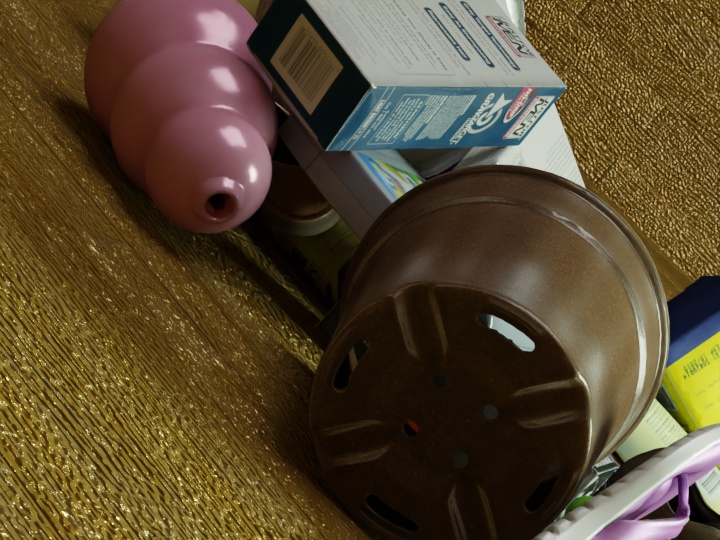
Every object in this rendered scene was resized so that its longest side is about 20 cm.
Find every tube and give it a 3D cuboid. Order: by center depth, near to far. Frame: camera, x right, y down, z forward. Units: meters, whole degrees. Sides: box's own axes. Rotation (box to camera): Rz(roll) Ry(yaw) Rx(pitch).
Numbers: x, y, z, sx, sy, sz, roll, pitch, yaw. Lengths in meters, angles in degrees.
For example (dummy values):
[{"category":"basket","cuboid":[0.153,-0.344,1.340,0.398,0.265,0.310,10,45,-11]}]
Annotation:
[{"category":"tube","cuboid":[0.187,0.100,1.519,0.200,0.052,0.058,50,-20,0]}]

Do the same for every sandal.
[{"category":"sandal","cuboid":[0.125,0.147,1.111,0.050,0.202,0.082,55,-28,11]}]

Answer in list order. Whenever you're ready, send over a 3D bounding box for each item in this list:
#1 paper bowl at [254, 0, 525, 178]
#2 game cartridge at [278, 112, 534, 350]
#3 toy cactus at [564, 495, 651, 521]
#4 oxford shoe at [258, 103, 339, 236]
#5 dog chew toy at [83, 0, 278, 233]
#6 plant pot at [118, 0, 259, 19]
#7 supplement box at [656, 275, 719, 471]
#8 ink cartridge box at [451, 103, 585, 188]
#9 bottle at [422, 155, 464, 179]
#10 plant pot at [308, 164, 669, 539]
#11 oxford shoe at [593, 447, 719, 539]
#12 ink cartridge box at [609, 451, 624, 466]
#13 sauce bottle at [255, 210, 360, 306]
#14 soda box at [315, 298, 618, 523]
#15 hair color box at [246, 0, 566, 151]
[{"category":"paper bowl","cuboid":[0.030,-0.159,1.539,0.200,0.201,0.104,34,0,-37]},{"category":"game cartridge","cuboid":[0.035,-0.025,1.368,0.200,0.040,0.133,50,17,21]},{"category":"toy cactus","cuboid":[0.173,0.224,1.199,0.200,0.102,0.165,45,-8,28]},{"category":"oxford shoe","cuboid":[-0.088,-0.107,1.485,0.200,0.071,0.071,35,-33,27]},{"category":"dog chew toy","cuboid":[-0.107,-0.098,1.357,0.124,0.125,0.200,34,20,-34]},{"category":"plant pot","cuboid":[-0.076,-0.185,1.648,0.188,0.201,0.201,14,25,-36]},{"category":"supplement box","cuboid":[0.284,0.115,1.588,0.200,0.109,0.109,60,-16,-8]},{"category":"ink cartridge box","cuboid":[0.132,-0.016,1.519,0.177,0.045,0.200,67,21,-10]},{"category":"bottle","cuboid":[0.064,-0.035,1.686,0.200,0.083,0.065,122,-50,-75]},{"category":"plant pot","cuboid":[0.064,0.056,1.190,0.200,0.200,0.198,42,18,1]},{"category":"oxford shoe","cuboid":[0.221,0.202,1.364,0.073,0.084,0.200,6,50,-53]},{"category":"ink cartridge box","cuboid":[0.152,0.110,1.554,0.200,0.047,0.198,55,15,14]},{"category":"sauce bottle","cuboid":[0.000,0.000,1.481,0.200,0.066,0.066,49,13,34]},{"category":"soda box","cuboid":[0.067,0.082,1.372,0.200,0.071,0.063,45,10,15]},{"category":"hair color box","cuboid":[0.032,-0.132,1.383,0.200,0.061,0.100,-5,52,-48]}]
